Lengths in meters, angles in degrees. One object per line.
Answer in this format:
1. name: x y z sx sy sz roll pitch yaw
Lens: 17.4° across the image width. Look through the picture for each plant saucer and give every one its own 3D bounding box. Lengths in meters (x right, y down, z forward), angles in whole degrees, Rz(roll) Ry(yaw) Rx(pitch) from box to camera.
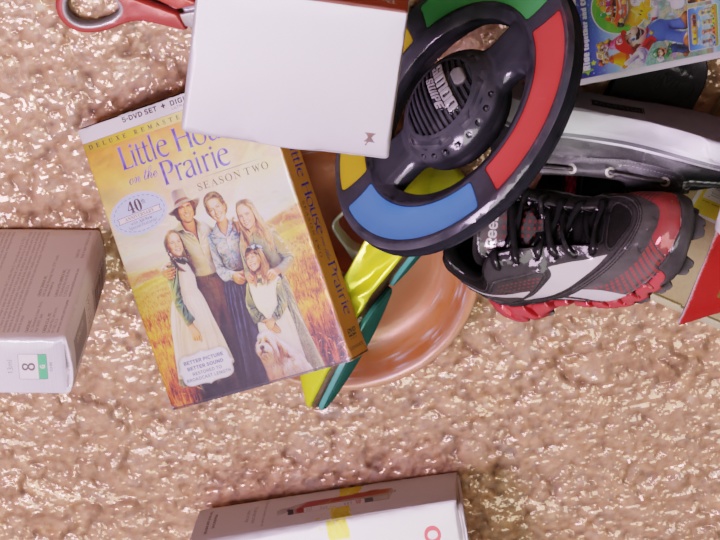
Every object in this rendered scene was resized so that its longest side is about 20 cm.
1. plant saucer: -0.017 -0.010 1.612 0.199 0.038 0.201 1 121 1

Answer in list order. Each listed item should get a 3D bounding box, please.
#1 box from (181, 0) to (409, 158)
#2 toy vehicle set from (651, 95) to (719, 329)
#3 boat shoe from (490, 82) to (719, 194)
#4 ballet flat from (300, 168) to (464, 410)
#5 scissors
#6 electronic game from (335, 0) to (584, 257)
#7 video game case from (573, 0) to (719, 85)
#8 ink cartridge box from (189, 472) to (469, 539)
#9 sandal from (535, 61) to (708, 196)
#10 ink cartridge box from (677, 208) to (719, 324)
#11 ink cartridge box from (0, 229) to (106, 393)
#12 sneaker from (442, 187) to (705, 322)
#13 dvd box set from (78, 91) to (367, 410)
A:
1. box: -0.034 -0.163 1.428 0.124 0.200 0.098 7 121 -2
2. toy vehicle set: 0.272 -0.049 1.580 0.124 0.027 0.201 24 119 -11
3. boat shoe: 0.180 -0.075 1.514 0.199 0.069 0.057 12 110 5
4. ballet flat: 0.000 0.000 1.568 0.067 0.067 0.200 36 115 6
5. scissors: -0.106 -0.170 1.535 0.199 0.014 0.074 14 118 -4
6. electronic game: 0.059 -0.101 1.464 0.200 0.201 0.042 -40 130 23
7. video game case: 0.218 -0.200 1.471 0.199 0.018 0.144 -12 121 -8
8. ink cartridge box: -0.013 0.238 1.704 0.199 0.083 0.146 -9 101 4
9. sandal: 0.168 -0.067 1.564 0.075 0.045 0.201 20 120 -9
10. ink cartridge box: 0.310 -0.041 1.499 0.199 0.045 0.177 -16 137 -30
11. ink cartridge box: -0.279 0.024 1.574 0.199 0.161 0.050 -1 117 3
12. sneaker: 0.128 -0.017 1.506 0.098 0.071 0.200 25 157 -33
13. dvd box set: -0.092 -0.020 1.553 0.146 0.029 0.201 -16 95 26
